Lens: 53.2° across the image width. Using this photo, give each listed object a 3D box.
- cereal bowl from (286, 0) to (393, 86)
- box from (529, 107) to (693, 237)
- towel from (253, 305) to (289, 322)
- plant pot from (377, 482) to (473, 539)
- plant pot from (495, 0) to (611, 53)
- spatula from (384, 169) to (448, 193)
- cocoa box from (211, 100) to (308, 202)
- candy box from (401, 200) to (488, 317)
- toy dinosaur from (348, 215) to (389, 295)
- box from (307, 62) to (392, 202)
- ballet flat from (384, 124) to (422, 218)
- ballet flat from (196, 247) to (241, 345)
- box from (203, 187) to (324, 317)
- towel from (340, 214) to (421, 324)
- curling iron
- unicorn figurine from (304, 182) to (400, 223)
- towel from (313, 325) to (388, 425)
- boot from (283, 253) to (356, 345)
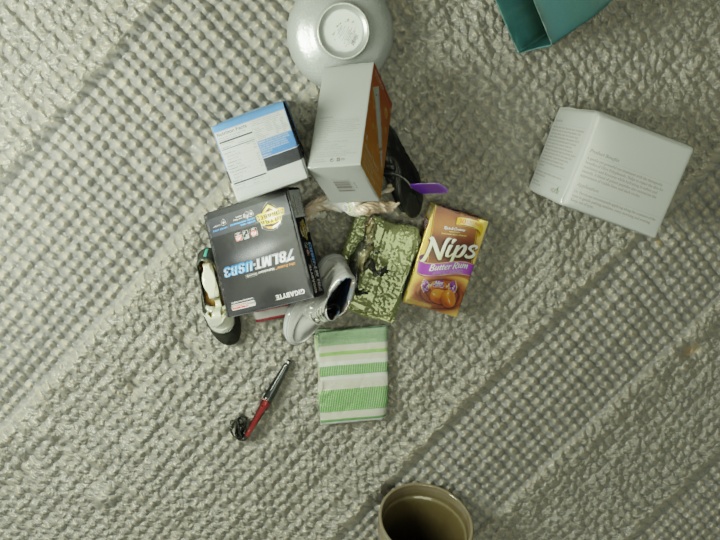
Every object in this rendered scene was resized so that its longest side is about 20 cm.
[{"bbox_3d":[-0.034,-0.425,1.282,0.196,0.083,0.204,-1,103,-6],"label":"cereal bowl"},{"bbox_3d":[0.453,-0.187,1.331,0.196,0.200,0.174,17,103,-9],"label":"box"},{"bbox_3d":[-0.162,-0.005,1.387,0.142,0.023,0.203,-10,105,9],"label":"towel"},{"bbox_3d":[0.126,0.580,1.500,0.196,0.201,0.176,3,119,-7],"label":"plant pot"},{"bbox_3d":[0.362,-0.507,1.281,0.198,0.141,0.143,-31,105,-6],"label":"plant pot"},{"bbox_3d":[0.070,-0.167,1.314,0.198,0.056,0.021,22,89,33],"label":"spatula"},{"bbox_3d":[-0.170,-0.214,1.256,0.131,0.200,0.133,-19,105,0],"label":"cocoa box"},{"bbox_3d":[0.163,-0.022,1.414,0.115,0.057,0.203,15,100,-9],"label":"candy box"},{"bbox_3d":[0.000,0.000,1.357,0.047,0.088,0.202,13,112,-45],"label":"toy dinosaur"},{"bbox_3d":[-0.014,-0.237,1.250,0.096,0.125,0.203,0,68,19],"label":"box"},{"bbox_3d":[0.067,-0.193,1.374,0.066,0.057,0.202,-34,112,-26],"label":"ballet flat"},{"bbox_3d":[-0.280,0.058,1.378,0.067,0.068,0.203,-12,105,3],"label":"ballet flat"},{"bbox_3d":[-0.178,-0.030,1.313,0.197,0.050,0.202,-12,90,28],"label":"box"},{"bbox_3d":[0.026,-0.006,1.404,0.146,0.037,0.203,18,101,1],"label":"towel"},{"bbox_3d":[-0.201,0.264,1.458,0.049,0.026,0.201,35,97,-16],"label":"curling iron"},{"bbox_3d":[-0.025,-0.128,1.339,0.136,0.199,0.075,-25,101,-28],"label":"unicorn figurine"},{"bbox_3d":[-0.017,0.214,1.469,0.150,0.023,0.204,-3,103,-6],"label":"towel"},{"bbox_3d":[-0.077,0.071,1.335,0.073,0.096,0.202,19,109,-29],"label":"boot"}]
